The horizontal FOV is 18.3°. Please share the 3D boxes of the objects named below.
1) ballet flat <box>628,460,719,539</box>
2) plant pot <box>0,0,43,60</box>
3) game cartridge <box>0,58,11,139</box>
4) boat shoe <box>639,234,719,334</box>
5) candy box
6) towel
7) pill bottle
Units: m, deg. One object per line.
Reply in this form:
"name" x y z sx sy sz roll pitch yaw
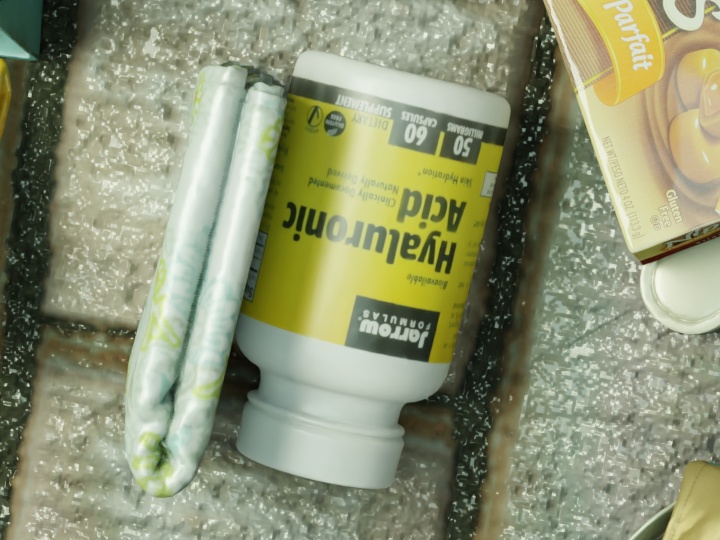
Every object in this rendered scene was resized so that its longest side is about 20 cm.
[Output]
"ballet flat" 0.142 0.186 1.139 0.063 0.069 0.201 35 93 29
"plant pot" -0.224 -0.220 1.093 0.140 0.141 0.201 7 87 3
"game cartridge" -0.286 -0.041 1.107 0.199 0.033 0.177 4 51 4
"boat shoe" 0.215 -0.050 1.113 0.072 0.060 0.200 38 94 16
"candy box" 0.153 -0.117 1.075 0.115 0.055 0.201 -19 80 9
"towel" -0.078 -0.003 1.078 0.048 0.171 0.201 13 94 -3
"pill bottle" 0.000 0.000 1.103 0.111 0.111 0.201 13 95 3
